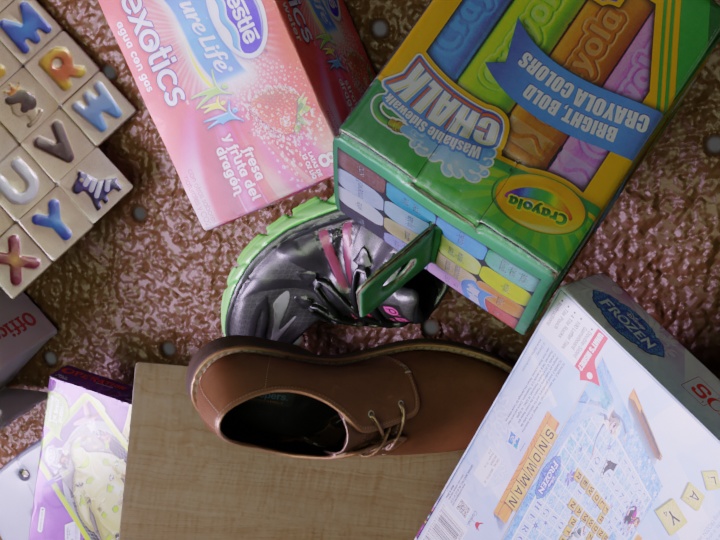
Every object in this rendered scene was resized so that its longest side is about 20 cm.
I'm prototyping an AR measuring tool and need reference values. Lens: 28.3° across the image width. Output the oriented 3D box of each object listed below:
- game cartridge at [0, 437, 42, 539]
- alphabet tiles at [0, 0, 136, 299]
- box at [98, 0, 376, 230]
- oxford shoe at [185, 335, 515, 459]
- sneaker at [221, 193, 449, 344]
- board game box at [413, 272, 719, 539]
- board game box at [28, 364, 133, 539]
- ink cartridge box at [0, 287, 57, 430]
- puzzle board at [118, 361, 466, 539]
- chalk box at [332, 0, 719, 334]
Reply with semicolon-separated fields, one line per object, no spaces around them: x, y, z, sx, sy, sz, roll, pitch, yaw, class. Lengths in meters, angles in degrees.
-0.145;0.152;0.928;0.199;0.040;0.134;-20;102;23;game cartridge
-0.240;-0.089;0.862;0.166;0.006;0.200;-43;89;-3;alphabet tiles
-0.069;-0.138;0.780;0.094;0.103;0.201;-21;96;23;box
0.007;0.081;0.786;0.199;0.071;0.072;1;112;-16;oxford shoe
0.000;0.000;0.800;0.200;0.077;0.084;-35;64;25;sneaker
0.136;0.141;0.720;0.200;0.041;0.201;47;131;27;board game box
-0.151;0.170;0.901;0.119;0.032;0.201;15;109;10;board game box
-0.303;0.040;0.897;0.125;0.129;0.200;-43;88;25;ink cartridge box
-0.039;0.137;0.836;0.199;0.017;0.152;5;85;-3;puzzle board
0.067;-0.056;0.695;0.124;0.125;0.200;33;79;7;chalk box
